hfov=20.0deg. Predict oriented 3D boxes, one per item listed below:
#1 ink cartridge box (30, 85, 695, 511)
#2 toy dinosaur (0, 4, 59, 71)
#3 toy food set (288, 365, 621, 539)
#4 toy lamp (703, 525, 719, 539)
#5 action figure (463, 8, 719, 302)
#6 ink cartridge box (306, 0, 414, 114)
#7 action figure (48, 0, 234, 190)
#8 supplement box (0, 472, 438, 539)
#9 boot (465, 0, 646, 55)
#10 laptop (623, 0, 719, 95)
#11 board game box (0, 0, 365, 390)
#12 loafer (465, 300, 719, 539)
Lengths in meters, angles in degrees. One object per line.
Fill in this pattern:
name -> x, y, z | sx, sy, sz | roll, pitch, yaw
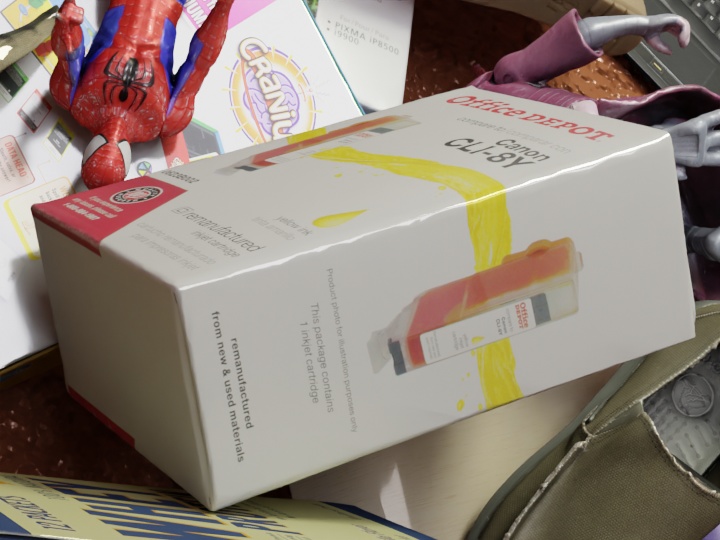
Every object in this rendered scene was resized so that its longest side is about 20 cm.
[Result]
ink cartridge box -> 0.000, 0.000, 0.753 | 0.200, 0.145, 0.084 | -17, 109, -24
toy dinosaur -> -0.193, -0.041, 0.759 | 0.200, 0.047, 0.088 | -17, 73, -17
toy food set -> 0.061, 0.116, 0.881 | 0.200, 0.060, 0.144 | -3, 75, -42
toy lamp -> 0.155, 0.176, 0.857 | 0.058, 0.058, 0.200 | -2, 74, -33
action figure -> 0.090, -0.044, 0.916 | 0.149, 0.200, 0.134 | -11, 115, -34
ink cartridge box -> -0.028, -0.162, 0.961 | 0.109, 0.050, 0.200 | 20, 59, -22
action figure -> -0.076, -0.129, 0.790 | 0.065, 0.099, 0.200 | 14, 73, -10
supplement box -> -0.072, 0.177, 0.667 | 0.200, 0.134, 0.200 | 9, 90, -28
boot -> 0.053, -0.195, 0.981 | 0.200, 0.072, 0.166 | 31, 28, -40
laptop -> 0.232, -0.168, 1.097 | 0.177, 0.103, 0.200 | 45, 52, -6
board game box -> -0.103, -0.054, 0.831 | 0.200, 0.040, 0.153 | -24, 82, -21
loafer -> 0.107, 0.086, 0.812 | 0.075, 0.070, 0.200 | 38, 71, -5
